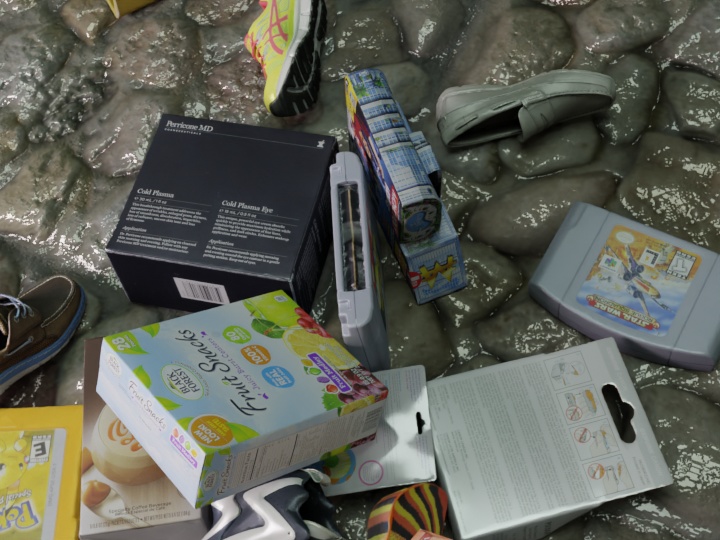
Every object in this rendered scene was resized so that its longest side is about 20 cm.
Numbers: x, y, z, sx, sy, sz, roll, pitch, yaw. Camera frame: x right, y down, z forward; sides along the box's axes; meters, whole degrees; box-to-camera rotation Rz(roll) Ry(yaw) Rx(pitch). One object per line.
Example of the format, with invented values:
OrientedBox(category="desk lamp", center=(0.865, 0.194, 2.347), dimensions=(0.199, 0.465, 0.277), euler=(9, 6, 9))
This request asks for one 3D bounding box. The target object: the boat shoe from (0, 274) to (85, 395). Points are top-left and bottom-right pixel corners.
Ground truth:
OrientedBox(category="boat shoe", center=(-0.354, 0.064, 1.166), dimensions=(0.072, 0.073, 0.200), euler=(20, 50, 22))

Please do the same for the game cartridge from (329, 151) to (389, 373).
OrientedBox(category="game cartridge", center=(0.000, 0.000, 1.145), dimensions=(0.041, 0.133, 0.201), euler=(-6, 58, 2))

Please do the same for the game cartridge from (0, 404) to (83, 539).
OrientedBox(category="game cartridge", center=(-0.347, 0.226, 1.101), dimensions=(0.175, 0.032, 0.201), euler=(-4, 56, 4))

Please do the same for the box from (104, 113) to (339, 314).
OrientedBox(category="box", center=(-0.134, -0.052, 1.211), dimensions=(0.199, 0.104, 0.183), euler=(10, 60, 12))

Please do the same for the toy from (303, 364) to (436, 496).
OrientedBox(category="toy", center=(-0.029, 0.164, 1.096), dimensions=(0.199, 0.047, 0.116), euler=(-9, 61, 7))

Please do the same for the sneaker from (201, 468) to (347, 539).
OrientedBox(category="sneaker", center=(-0.073, 0.257, 0.993), dimensions=(0.129, 0.079, 0.200), euler=(-3, 61, 30))

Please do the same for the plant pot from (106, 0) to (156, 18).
OrientedBox(category="plant pot", center=(-0.257, -0.472, 1.450), dimensions=(0.199, 0.196, 0.195), euler=(-21, 57, -18))

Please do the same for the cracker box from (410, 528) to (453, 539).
OrientedBox(category="cracker box", center=(0.073, 0.323, 0.909), dimensions=(0.134, 0.058, 0.200), euler=(-43, 106, -20))

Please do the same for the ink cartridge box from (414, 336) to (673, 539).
OrientedBox(category="ink cartridge box", center=(0.164, 0.162, 1.078), dimensions=(0.199, 0.057, 0.163), euler=(-12, 57, -7))

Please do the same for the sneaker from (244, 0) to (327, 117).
OrientedBox(category="sneaker", center=(-0.096, -0.255, 1.361), dimensions=(0.090, 0.078, 0.201), euler=(-3, 51, 14))

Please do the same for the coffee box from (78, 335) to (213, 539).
OrientedBox(category="coffee box", center=(-0.201, 0.162, 1.096), dimensions=(0.114, 0.080, 0.201), euler=(-8, 57, 0))

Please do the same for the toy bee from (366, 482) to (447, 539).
OrientedBox(category="toy bee", center=(0.025, 0.268, 0.974), dimensions=(0.108, 0.131, 0.200), euler=(22, 35, -28))

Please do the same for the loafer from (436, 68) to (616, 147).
OrientedBox(category="loafer", center=(0.183, -0.173, 1.278), dimensions=(0.199, 0.070, 0.070), euler=(-9, 62, 10))

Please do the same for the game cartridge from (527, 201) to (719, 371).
OrientedBox(category="game cartridge", center=(0.278, 0.018, 1.162), dimensions=(0.199, 0.042, 0.133), euler=(23, 59, 19))

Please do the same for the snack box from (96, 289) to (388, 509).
OrientedBox(category="snack box", center=(-0.104, 0.106, 1.026), dimensions=(0.200, 0.068, 0.169), euler=(-17, 43, -39))

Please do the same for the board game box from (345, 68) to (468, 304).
OrientedBox(category="board game box", center=(0.049, -0.079, 1.180), dimensions=(0.061, 0.200, 0.200), euler=(-21, 72, -6))
